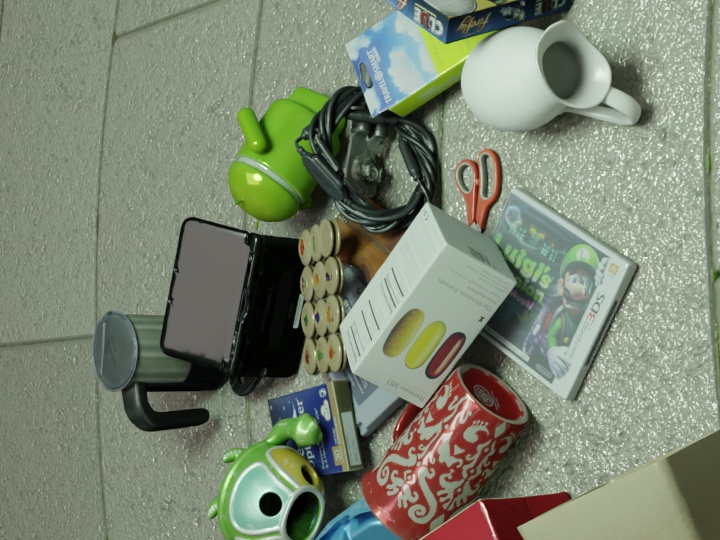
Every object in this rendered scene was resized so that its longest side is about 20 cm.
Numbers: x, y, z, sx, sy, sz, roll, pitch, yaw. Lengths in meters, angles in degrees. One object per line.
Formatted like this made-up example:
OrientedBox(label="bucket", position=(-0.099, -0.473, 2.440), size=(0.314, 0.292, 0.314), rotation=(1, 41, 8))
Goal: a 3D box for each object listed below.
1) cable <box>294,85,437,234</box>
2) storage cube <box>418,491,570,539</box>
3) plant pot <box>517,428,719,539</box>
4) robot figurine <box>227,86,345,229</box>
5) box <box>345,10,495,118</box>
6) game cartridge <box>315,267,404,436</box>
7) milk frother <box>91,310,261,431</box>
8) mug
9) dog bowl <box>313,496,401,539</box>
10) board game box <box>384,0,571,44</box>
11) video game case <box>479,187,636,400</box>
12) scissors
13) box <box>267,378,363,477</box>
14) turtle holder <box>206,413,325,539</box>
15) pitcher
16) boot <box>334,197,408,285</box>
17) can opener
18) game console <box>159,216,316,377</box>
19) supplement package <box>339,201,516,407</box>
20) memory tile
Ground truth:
OrientedBox(label="cable", position=(0.021, -0.143, 1.758), size=(0.200, 0.163, 0.051), rotation=(45, 158, 2))
OrientedBox(label="storage cube", position=(0.164, 0.378, 1.553), size=(0.200, 0.169, 0.182), rotation=(-40, 60, 36))
OrientedBox(label="plant pot", position=(0.319, 0.291, 1.401), size=(0.199, 0.198, 0.179), rotation=(-33, 76, 38))
OrientedBox(label="robot figurine", position=(-0.106, -0.155, 1.870), size=(0.115, 0.176, 0.201), rotation=(26, 76, 32))
OrientedBox(label="box", position=(0.086, -0.290, 1.731), size=(0.199, 0.047, 0.123), rotation=(-30, 66, 23))
OrientedBox(label="game cartridge", position=(0.005, 0.104, 1.827), size=(0.133, 0.040, 0.202), rotation=(-48, 56, 36))
OrientedBox(label="milk frother", position=(-0.258, 0.124, 1.982), size=(0.200, 0.187, 0.182), rotation=(-42, 60, 34))
OrientedBox(label="mug", position=(0.096, 0.210, 1.665), size=(0.178, 0.132, 0.201), rotation=(50, 117, 32))
OrientedBox(label="dog bowl", position=(0.008, 0.357, 1.762), size=(0.200, 0.111, 0.050), rotation=(-42, 17, 35))
OrientedBox(label="board game box", position=(0.138, -0.334, 1.610), size=(0.135, 0.198, 0.035), rotation=(43, 140, 37))
OrientedBox(label="video game case", position=(0.219, 0.026, 1.625), size=(0.200, 0.023, 0.184), rotation=(38, 113, 40))
OrientedBox(label="scissors", position=(0.150, -0.051, 1.706), size=(0.072, 0.014, 0.203), rotation=(-7, 81, 43))
OrientedBox(label="box", position=(-0.074, 0.228, 1.874), size=(0.199, 0.032, 0.123), rotation=(-22, 77, 53))
OrientedBox(label="turtle holder", position=(-0.103, 0.297, 1.807), size=(0.131, 0.142, 0.186), rotation=(12, 53, 49))
OrientedBox(label="pitcher", position=(0.219, -0.213, 1.577), size=(0.122, 0.171, 0.199), rotation=(-62, 23, -11))
OrientedBox(label="boot", position=(0.000, 0.000, 1.786), size=(0.199, 0.068, 0.190), rotation=(32, 92, 41))
OrientedBox(label="can opener", position=(0.004, -0.194, 1.822), size=(0.067, 0.053, 0.203), rotation=(-7, 72, 58))
OrientedBox(label="game console", position=(-0.170, 0.039, 1.915), size=(0.116, 0.174, 0.203), rotation=(22, 103, 50))
OrientedBox(label="supplement package", position=(0.078, 0.043, 1.632), size=(0.201, 0.113, 0.110), rotation=(-55, 24, 19))
OrientedBox(label="memory tile", position=(-0.053, 0.038, 1.809), size=(0.153, 0.017, 0.203), rotation=(165, 103, -68))
